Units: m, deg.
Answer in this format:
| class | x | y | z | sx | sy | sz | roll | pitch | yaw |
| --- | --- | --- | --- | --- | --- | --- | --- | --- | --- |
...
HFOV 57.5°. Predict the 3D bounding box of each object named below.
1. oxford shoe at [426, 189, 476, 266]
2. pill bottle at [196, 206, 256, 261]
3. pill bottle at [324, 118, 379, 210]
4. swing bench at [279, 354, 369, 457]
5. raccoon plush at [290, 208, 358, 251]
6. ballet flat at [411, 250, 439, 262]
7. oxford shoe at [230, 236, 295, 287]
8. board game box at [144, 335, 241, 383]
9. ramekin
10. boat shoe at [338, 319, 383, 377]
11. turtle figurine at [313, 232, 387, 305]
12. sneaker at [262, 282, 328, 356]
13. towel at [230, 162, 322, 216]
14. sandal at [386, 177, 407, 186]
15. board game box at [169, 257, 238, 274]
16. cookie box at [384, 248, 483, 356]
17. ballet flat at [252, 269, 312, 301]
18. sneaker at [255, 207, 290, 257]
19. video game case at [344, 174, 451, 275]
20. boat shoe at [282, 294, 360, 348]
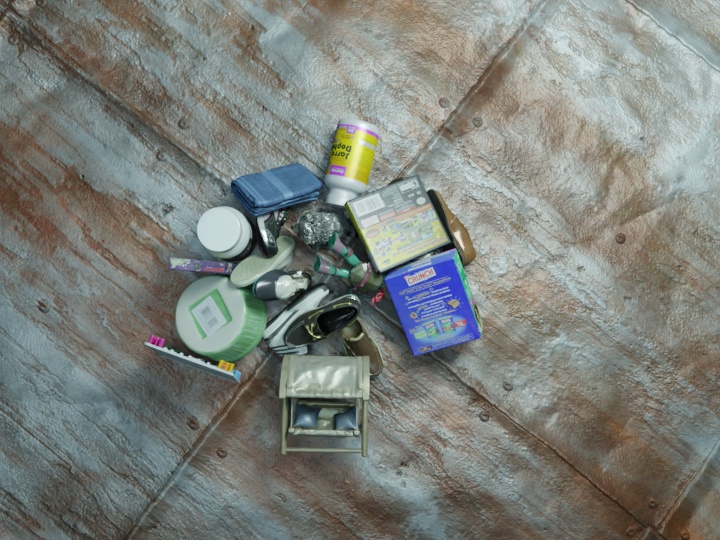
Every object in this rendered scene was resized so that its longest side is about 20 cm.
| class | x | y | z | sx | sy | sz | roll | pitch | yaw |
| --- | --- | --- | --- | --- | --- | --- | --- | --- | --- |
| oxford shoe | 0.215 | -0.105 | 1.574 | 0.071 | 0.071 | 0.201 | -22 | 86 | -32 |
| pill bottle | -0.301 | -0.082 | 1.479 | 0.115 | 0.200 | 0.118 | 0 | 88 | -1 |
| pill bottle | -0.025 | -0.246 | 1.541 | 0.103 | 0.104 | 0.202 | 13 | 88 | -1 |
| swing bench | -0.079 | 0.300 | 1.486 | 0.197 | 0.130 | 0.202 | 1 | 106 | 0 |
| raccoon plush | -0.061 | -0.114 | 1.520 | 0.198 | 0.134 | 0.098 | -20 | 88 | -2 |
| ballet flat | 0.169 | -0.016 | 1.558 | 0.074 | 0.074 | 0.200 | -41 | 90 | -3 |
| oxford shoe | -0.218 | -0.010 | 1.505 | 0.075 | 0.200 | 0.058 | 24 | 132 | 24 |
| board game box | -0.368 | 0.201 | 1.472 | 0.198 | 0.200 | 0.026 | 20 | 75 | -1 |
| ramekin | -0.323 | 0.105 | 1.497 | 0.198 | 0.098 | 0.202 | -2 | 80 | 13 |
| boat shoe | -0.012 | 0.163 | 1.543 | 0.074 | 0.075 | 0.203 | -33 | 90 | -2 |
| turtle figurine | 0.000 | 0.000 | 1.515 | 0.199 | 0.101 | 0.151 | 27 | 90 | -26 |
| sneaker | -0.131 | 0.126 | 1.551 | 0.200 | 0.076 | 0.116 | -40 | 98 | 5 |
| towel | -0.191 | -0.187 | 1.504 | 0.199 | 0.049 | 0.112 | -23 | 59 | -39 |
| sandal | 0.080 | -0.130 | 1.561 | 0.081 | 0.055 | 0.202 | 16 | 73 | -12 |
| board game box | -0.345 | -0.009 | 1.476 | 0.119 | 0.200 | 0.033 | 9 | 89 | -1 |
| cookie box | 0.171 | 0.074 | 1.507 | 0.170 | 0.075 | 0.201 | -17 | 104 | 17 |
| ballet flat | -0.165 | 0.031 | 1.481 | 0.072 | 0.200 | 0.074 | 2 | 94 | 22 |
| sneaker | -0.202 | -0.125 | 1.516 | 0.086 | 0.081 | 0.201 | -6 | 59 | -11 |
| video game case | 0.087 | -0.108 | 1.514 | 0.199 | 0.026 | 0.182 | -23 | 82 | -22 |
| boat shoe | -0.090 | 0.120 | 1.481 | 0.200 | 0.061 | 0.072 | -30 | 103 | 5 |
